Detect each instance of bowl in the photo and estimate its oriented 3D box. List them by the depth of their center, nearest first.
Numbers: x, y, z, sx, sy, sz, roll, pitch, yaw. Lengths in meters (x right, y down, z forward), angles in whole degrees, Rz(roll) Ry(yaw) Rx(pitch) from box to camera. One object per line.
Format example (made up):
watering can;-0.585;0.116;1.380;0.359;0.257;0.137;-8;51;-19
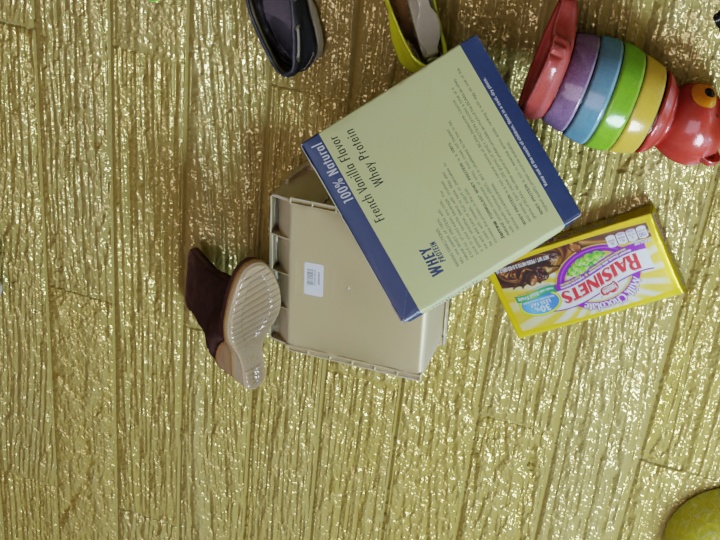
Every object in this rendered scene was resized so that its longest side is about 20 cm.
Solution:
bowl;0.445;0.363;1.387;0.197;0.108;0.203;9;121;16

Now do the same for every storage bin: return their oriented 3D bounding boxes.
storage bin;0.000;0.000;1.362;0.195;0.094;0.203;12;122;15

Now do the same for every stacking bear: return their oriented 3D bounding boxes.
stacking bear;0.263;-0.165;1.165;0.197;0.122;0.115;21;136;-2

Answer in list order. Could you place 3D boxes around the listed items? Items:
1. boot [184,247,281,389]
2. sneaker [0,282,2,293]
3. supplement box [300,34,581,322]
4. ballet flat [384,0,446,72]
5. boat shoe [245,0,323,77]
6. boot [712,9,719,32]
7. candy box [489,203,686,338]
boot;-0.163;0.026;1.398;0.167;0.072;0.202;49;146;35
sneaker;-0.517;-0.034;1.551;0.087;0.082;0.202;-1;125;19
supplement box;0.079;-0.083;1.185;0.198;0.134;0.202;-31;85;3
ballet flat;0.047;-0.289;1.193;0.066;0.067;0.203;-22;115;-8
boat shoe;-0.097;-0.301;1.248;0.074;0.062;0.203;-3;115;28
boot;0.357;-0.325;1.061;0.154;0.074;0.204;44;119;-3
candy box;0.244;0.005;1.312;0.198;0.027;0.103;-18;113;28
